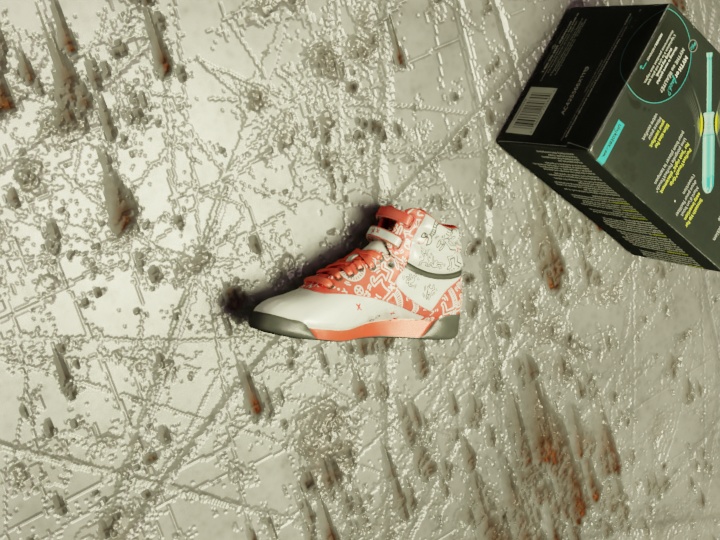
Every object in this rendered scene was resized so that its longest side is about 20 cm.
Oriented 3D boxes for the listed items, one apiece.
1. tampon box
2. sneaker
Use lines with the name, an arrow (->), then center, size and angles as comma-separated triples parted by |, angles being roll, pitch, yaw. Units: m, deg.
tampon box -> 0.255, -0.117, 1.169 | 0.200, 0.126, 0.150 | 35, 80, -31
sneaker -> 0.000, 0.000, 1.071 | 0.201, 0.067, 0.109 | 1, 96, -35
